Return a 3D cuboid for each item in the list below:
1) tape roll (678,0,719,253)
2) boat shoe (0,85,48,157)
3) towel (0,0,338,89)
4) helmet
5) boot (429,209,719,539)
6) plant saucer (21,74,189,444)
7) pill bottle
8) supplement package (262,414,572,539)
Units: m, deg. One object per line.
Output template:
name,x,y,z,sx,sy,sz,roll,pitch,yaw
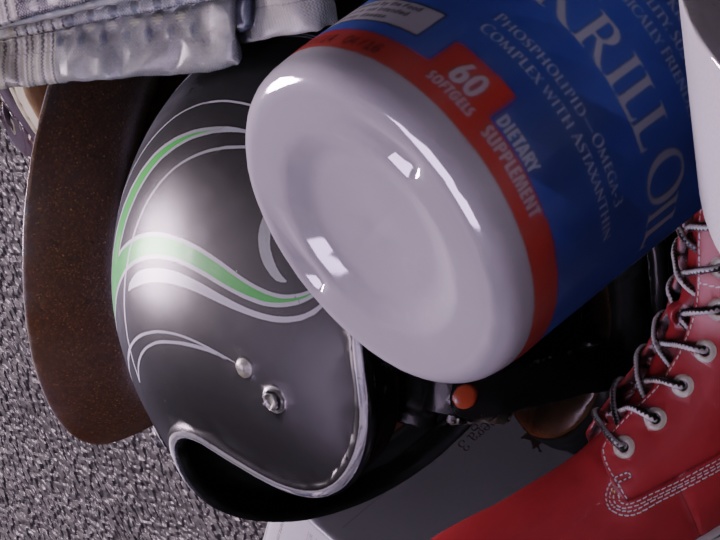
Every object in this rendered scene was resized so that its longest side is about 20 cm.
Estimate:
tape roll,0.181,-0.056,0.690,0.202,0.202,0.071,25,141,39
boat shoe,-0.119,-0.071,1.135,0.065,0.072,0.200,11,174,18
towel,-0.110,-0.161,0.964,0.192,0.035,0.201,-7,106,33
helmet,0.000,0.000,1.011,0.190,0.200,0.200,7,128,54
boot,0.097,0.035,0.922,0.072,0.199,0.145,-122,11,-62
plant saucer,-0.080,-0.026,1.112,0.034,0.200,0.201,6,132,19
pill bottle,0.070,-0.063,0.835,0.112,0.200,0.112,35,146,28
supplement package,0.064,0.154,1.154,0.200,0.117,0.117,41,146,18
